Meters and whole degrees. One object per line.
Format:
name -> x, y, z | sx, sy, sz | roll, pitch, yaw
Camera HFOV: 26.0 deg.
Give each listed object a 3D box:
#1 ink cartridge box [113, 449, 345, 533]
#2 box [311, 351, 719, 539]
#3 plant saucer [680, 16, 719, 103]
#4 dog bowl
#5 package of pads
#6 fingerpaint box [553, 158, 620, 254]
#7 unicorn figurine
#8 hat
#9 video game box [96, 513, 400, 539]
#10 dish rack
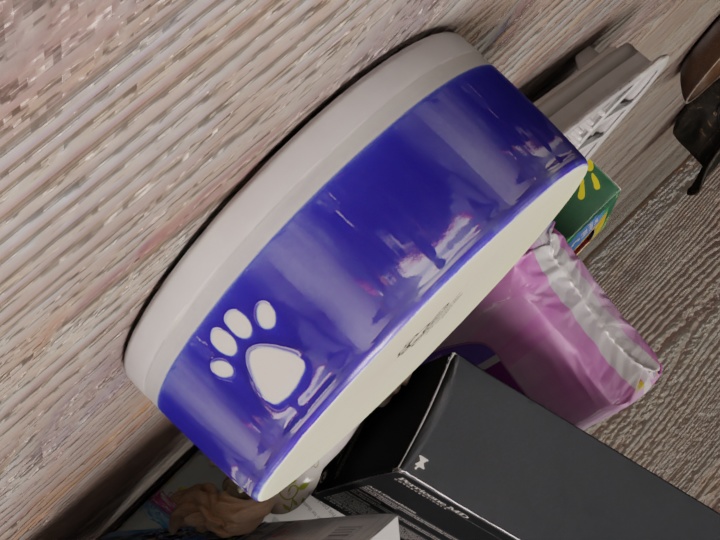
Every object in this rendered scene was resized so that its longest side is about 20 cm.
ink cartridge box -> -0.071, 0.191, 1.002 | 0.200, 0.145, 0.145 | -43, 172, -12
box -> 0.092, 0.137, 0.890 | 0.079, 0.200, 0.141 | -63, -167, -19
plant saucer -> 0.378, -0.247, 1.525 | 0.200, 0.032, 0.200 | -45, 173, -7
dog bowl -> 0.000, 0.000, 0.652 | 0.200, 0.079, 0.200 | -45, 172, -8
package of pads -> 0.082, 0.068, 1.005 | 0.200, 0.121, 0.076 | -35, -179, 39
fingerpaint box -> 0.109, -0.010, 1.168 | 0.167, 0.073, 0.200 | -45, 172, -1
unicorn figurine -> -0.023, 0.071, 0.873 | 0.137, 0.074, 0.200 | -12, -131, 64
hat -> 0.460, -0.196, 2.030 | 0.201, 0.081, 0.201 | -53, 172, -10
video game box -> -0.091, 0.173, 0.800 | 0.182, 0.047, 0.200 | -4, -176, 19
dish rack -> 0.092, -0.061, 0.950 | 0.200, 0.044, 0.172 | -38, 170, -44
